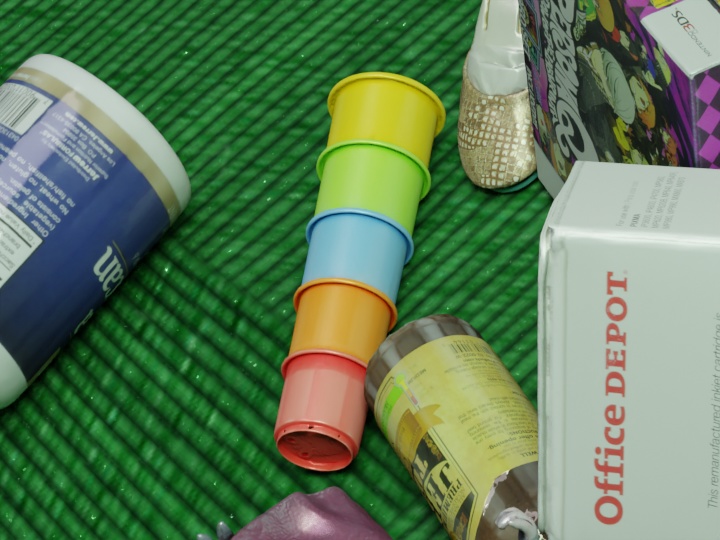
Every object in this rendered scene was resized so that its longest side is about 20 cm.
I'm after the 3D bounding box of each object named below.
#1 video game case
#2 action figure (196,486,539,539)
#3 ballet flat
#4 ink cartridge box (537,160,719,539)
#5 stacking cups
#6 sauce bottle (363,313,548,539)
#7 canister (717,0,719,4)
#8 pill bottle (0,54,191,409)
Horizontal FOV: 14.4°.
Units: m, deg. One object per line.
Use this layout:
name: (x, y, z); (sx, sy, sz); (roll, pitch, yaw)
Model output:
video game case: (0.121, -0.066, 1.249); (0.036, 0.200, 0.181); (-22, 46, -12)
action figure: (0.020, 0.174, 1.148); (0.200, 0.149, 0.134); (35, 55, 28)
ballet flat: (0.087, -0.133, 1.414); (0.070, 0.065, 0.200); (1, 54, 29)
ink cartridge box: (0.174, 0.040, 1.134); (0.200, 0.146, 0.085); (4, 24, 10)
stacking cups: (0.000, 0.000, 1.355); (0.060, 0.061, 0.200); (-7, 53, 22)
sauce bottle: (0.066, 0.100, 1.232); (0.065, 0.065, 0.200); (-33, 44, -2)
canister: (0.223, -0.143, 1.323); (0.148, 0.087, 0.200); (8, 53, 7)
pill bottle: (-0.186, -0.001, 1.412); (0.111, 0.111, 0.200); (27, 69, 39)
